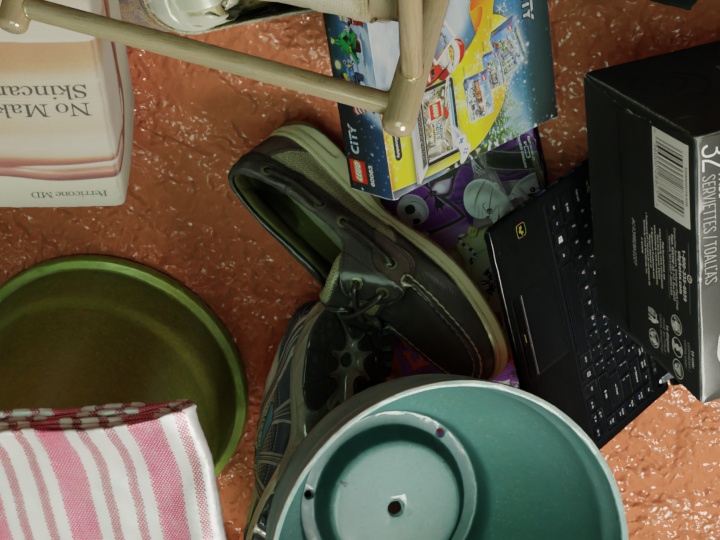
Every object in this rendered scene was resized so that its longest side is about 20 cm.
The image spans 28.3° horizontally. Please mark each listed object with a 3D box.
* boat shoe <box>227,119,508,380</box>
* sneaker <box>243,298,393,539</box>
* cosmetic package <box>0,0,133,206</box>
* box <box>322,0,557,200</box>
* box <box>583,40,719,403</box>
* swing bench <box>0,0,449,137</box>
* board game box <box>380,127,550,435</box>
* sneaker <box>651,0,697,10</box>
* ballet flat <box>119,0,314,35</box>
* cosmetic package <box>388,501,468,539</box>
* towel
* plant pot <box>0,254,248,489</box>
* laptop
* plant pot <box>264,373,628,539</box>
[{"bbox_3d":[0.000,-0.001,0.837,0.201,0.066,0.072,47,147,13],"label":"boat shoe"},{"bbox_3d":[-0.032,0.113,0.904,0.077,0.086,0.202,16,89,-24],"label":"sneaker"},{"bbox_3d":[-0.184,-0.129,0.769,0.102,0.088,0.201,-2,146,-1],"label":"cosmetic package"},{"bbox_3d":[0.040,-0.156,0.762,0.038,0.136,0.202,18,126,45],"label":"box"},{"bbox_3d":[0.236,-0.043,0.756,0.198,0.124,0.150,-14,116,-14],"label":"box"},{"bbox_3d":[-0.044,-0.193,0.605,0.197,0.202,0.130,16,159,8],"label":"swing bench"},{"bbox_3d":[0.072,0.011,0.897,0.119,0.032,0.202,-9,115,17],"label":"board game box"},{"bbox_3d":[0.136,-0.193,0.729,0.198,0.078,0.111,11,161,-23],"label":"sneaker"},{"bbox_3d":[-0.063,-0.169,0.802,0.198,0.067,0.069,-9,116,12],"label":"ballet flat"},{"bbox_3d":[0.046,0.198,0.949,0.198,0.088,0.104,-9,126,12],"label":"cosmetic package"},{"bbox_3d":[-0.171,0.145,0.787,0.198,0.030,0.148,-6,116,10],"label":"towel"},{"bbox_3d":[-0.183,0.121,0.896,0.198,0.185,0.202,3,117,5],"label":"plant pot"},{"bbox_3d":[0.188,0.017,0.839,0.103,0.199,0.179,11,125,47],"label":"laptop"},{"bbox_3d":[0.033,0.148,0.809,0.198,0.134,0.203,-2,98,-14],"label":"plant pot"}]
